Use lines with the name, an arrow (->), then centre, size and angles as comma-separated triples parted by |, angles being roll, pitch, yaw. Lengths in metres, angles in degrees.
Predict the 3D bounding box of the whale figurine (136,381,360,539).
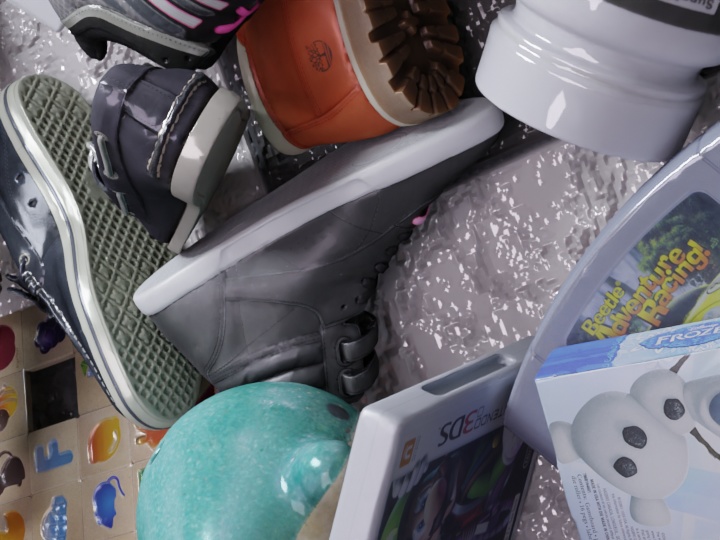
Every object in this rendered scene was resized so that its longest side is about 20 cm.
whale figurine -> -0.058, 0.125, 1.196 | 0.103, 0.200, 0.159 | 34, 122, -3

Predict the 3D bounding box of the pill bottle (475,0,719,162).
pill bottle -> 0.126, -0.156, 1.150 | 0.113, 0.114, 0.201 | 28, 111, 24

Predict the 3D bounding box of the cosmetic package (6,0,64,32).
cosmetic package -> -0.110, -0.222, 1.276 | 0.071, 0.102, 0.200 | 32, 115, -10

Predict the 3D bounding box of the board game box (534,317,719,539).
board game box -> 0.194, 0.113, 1.139 | 0.198, 0.043, 0.201 | -10, 106, 22

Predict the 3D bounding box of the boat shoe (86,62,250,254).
boat shoe -> -0.092, -0.058, 1.253 | 0.062, 0.200, 0.073 | 26, 82, -1

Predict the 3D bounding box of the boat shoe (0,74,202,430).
boat shoe -> -0.136, -0.002, 1.341 | 0.062, 0.074, 0.201 | -45, 61, 33

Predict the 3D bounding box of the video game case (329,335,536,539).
video game case -> 0.025, 0.139, 1.211 | 0.023, 0.182, 0.201 | 21, 107, 22

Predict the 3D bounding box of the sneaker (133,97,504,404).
sneaker -> 0.000, 0.000, 1.280 | 0.199, 0.071, 0.100 | -31, 102, 17

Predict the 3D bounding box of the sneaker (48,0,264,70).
sneaker -> -0.059, -0.134, 1.208 | 0.198, 0.074, 0.088 | -2, 127, 26

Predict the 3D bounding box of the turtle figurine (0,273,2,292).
turtle figurine -> -0.209, 0.020, 1.353 | 0.200, 0.064, 0.163 | 144, 119, -70

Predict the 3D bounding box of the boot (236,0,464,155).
boot -> -0.030, -0.153, 1.269 | 0.107, 0.075, 0.202 | -20, 81, 43

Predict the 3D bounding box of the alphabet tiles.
alphabet tiles -> -0.124, 0.100, 1.352 | 0.166, 0.008, 0.202 | -19, 66, 31

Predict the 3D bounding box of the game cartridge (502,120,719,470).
game cartridge -> 0.155, 0.024, 1.162 | 0.133, 0.041, 0.200 | 39, 115, 3
